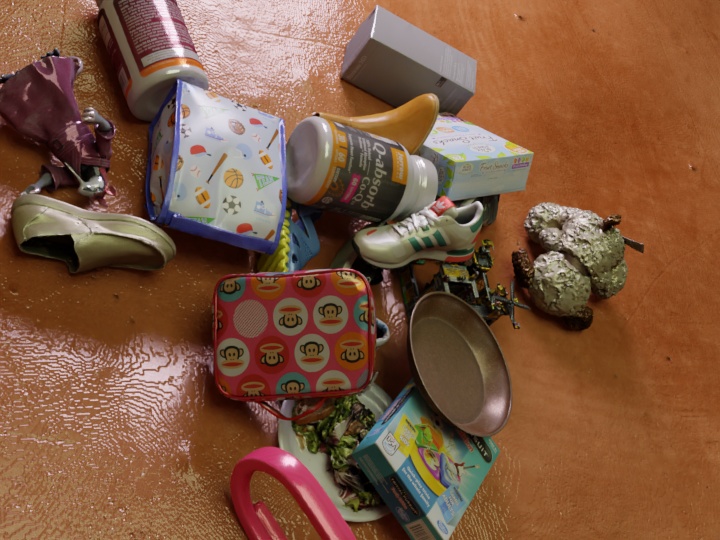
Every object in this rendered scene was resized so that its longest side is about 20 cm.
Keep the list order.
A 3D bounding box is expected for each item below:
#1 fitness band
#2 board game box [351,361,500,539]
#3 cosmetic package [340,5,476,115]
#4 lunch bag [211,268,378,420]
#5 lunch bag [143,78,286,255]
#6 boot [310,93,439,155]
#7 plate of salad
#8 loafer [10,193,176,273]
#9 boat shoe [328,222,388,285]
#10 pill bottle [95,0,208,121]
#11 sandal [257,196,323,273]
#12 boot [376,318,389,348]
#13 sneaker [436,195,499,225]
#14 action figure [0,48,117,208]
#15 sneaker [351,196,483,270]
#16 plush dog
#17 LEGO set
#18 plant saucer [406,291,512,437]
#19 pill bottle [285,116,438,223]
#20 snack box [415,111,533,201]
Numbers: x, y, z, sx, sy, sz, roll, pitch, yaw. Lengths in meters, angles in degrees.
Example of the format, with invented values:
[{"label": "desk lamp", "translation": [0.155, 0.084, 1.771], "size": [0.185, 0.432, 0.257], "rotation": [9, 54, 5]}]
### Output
[{"label": "fitness band", "translation": [-0.071, 0.289, 1.137], "size": [0.037, 0.144, 0.201], "rotation": [-30, 80, -40]}, {"label": "board game box", "translation": [0.089, 0.231, 1.307], "size": [0.152, 0.047, 0.200], "rotation": [55, 37, -6]}, {"label": "cosmetic package", "translation": [0.078, -0.324, 1.651], "size": [0.198, 0.107, 0.091], "rotation": [21, 51, -19]}, {"label": "lunch bag", "translation": [-0.078, 0.089, 1.232], "size": [0.197, 0.082, 0.179], "rotation": [-1, 86, 2]}, {"label": "lunch bag", "translation": [-0.188, -0.118, 1.333], "size": [0.168, 0.124, 0.202], "rotation": [14, 47, -27]}, {"label": "boot", "translation": [0.002, -0.197, 1.454], "size": [0.143, 0.201, 0.071], "rotation": [20, 44, -34]}, {"label": "plate of salad", "translation": [-0.011, 0.213, 1.291], "size": [0.198, 0.048, 0.202], "rotation": [18, 53, -25]}, {"label": "loafer", "translation": [-0.320, -0.030, 1.224], "size": [0.197, 0.076, 0.069], "rotation": [13, 56, -15]}, {"label": "boat shoe", "translation": [0.002, -0.001, 1.419], "size": [0.066, 0.074, 0.200], "rotation": [51, 35, -14]}, {"label": "pill bottle", "translation": [-0.289, -0.315, 1.392], "size": [0.113, 0.114, 0.202], "rotation": [-10, 68, -37]}, {"label": "sandal", "translation": [-0.090, -0.037, 1.379], "size": [0.086, 0.079, 0.202], "rotation": [19, 54, -27]}, {"label": "boot", "translation": [-0.061, 0.074, 1.312], "size": [0.198, 0.096, 0.074], "rotation": [11, 56, -28]}, {"label": "sneaker", "translation": [0.145, -0.109, 1.585], "size": [0.114, 0.076, 0.200], "rotation": [10, 12, 19]}, {"label": "action figure", "translation": [-0.369, -0.162, 1.278], "size": [0.201, 0.133, 0.149], "rotation": [57, 4, -6]}, {"label": "sneaker", "translation": [0.081, -0.060, 1.380], "size": [0.197, 0.094, 0.071], "rotation": [-3, 41, -30]}, {"label": "plush dog", "translation": [0.332, -0.004, 1.611], "size": [0.199, 0.160, 0.172], "rotation": [39, 74, -4]}, {"label": "LEGO set", "translation": [0.147, 0.005, 1.480], "size": [0.198, 0.116, 0.156], "rotation": [14, 55, -26]}, {"label": "plant saucer", "translation": [0.123, 0.127, 1.350], "size": [0.199, 0.036, 0.202], "rotation": [29, 45, -33]}, {"label": "pill bottle", "translation": [0.001, -0.129, 1.393], "size": [0.198, 0.116, 0.118], "rotation": [12, 56, -32]}, {"label": "snack box", "translation": [0.132, -0.177, 1.552], "size": [0.167, 0.069, 0.199], "rotation": [-11, 33, -38]}]
